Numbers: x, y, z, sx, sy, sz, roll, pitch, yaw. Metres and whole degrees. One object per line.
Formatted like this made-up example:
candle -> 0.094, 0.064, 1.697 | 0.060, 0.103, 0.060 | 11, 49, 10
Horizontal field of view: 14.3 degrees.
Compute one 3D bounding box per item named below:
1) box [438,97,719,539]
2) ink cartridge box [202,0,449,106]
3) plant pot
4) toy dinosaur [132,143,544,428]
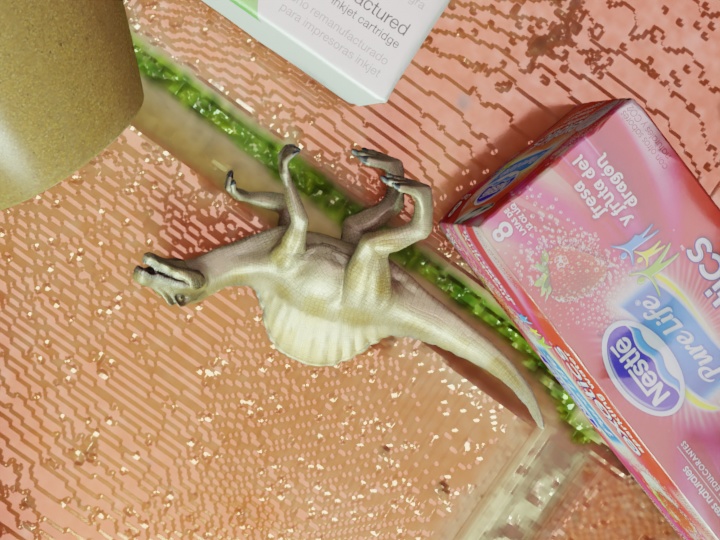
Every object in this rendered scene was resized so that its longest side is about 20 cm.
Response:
box -> 0.137, 0.027, 1.304 | 0.095, 0.100, 0.200 | -39, 98, -5
ink cartridge box -> 0.000, -0.196, 1.283 | 0.145, 0.084, 0.201 | 33, 87, -8
plant pot -> -0.182, -0.131, 1.223 | 0.186, 0.186, 0.201 | -35, 110, -6
toy dinosaur -> 0.000, 0.000, 1.315 | 0.199, 0.058, 0.102 | 16, 104, -1
